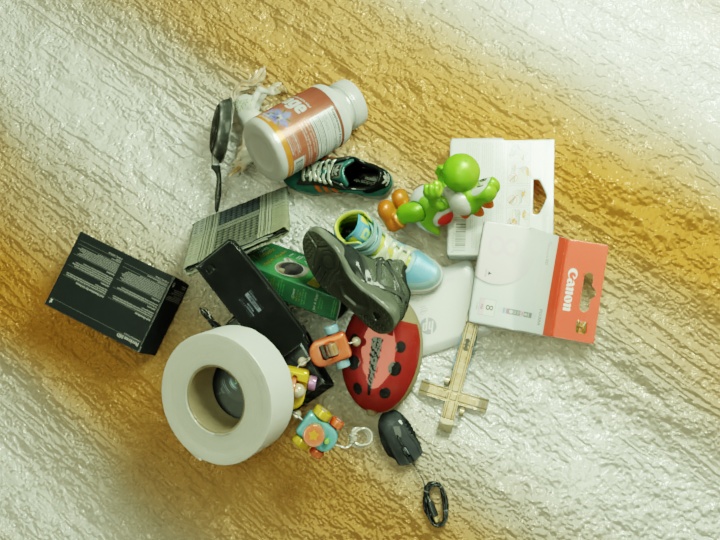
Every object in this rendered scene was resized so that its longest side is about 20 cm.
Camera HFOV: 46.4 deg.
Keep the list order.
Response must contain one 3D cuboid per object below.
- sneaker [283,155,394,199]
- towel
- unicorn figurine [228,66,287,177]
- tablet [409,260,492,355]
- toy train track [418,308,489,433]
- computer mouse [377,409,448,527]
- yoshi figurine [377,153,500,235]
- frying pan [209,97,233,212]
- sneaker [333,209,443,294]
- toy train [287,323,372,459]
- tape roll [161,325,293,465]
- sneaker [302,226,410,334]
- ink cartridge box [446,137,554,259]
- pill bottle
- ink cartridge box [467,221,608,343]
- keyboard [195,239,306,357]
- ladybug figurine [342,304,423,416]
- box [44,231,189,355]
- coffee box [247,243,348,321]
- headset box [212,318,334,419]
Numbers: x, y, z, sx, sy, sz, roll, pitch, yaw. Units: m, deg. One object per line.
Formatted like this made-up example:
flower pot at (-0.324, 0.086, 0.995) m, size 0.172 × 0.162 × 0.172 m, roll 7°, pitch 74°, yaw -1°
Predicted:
sneaker at (-0.043, -0.166, 1.428) m, size 0.197 × 0.080 × 0.072 m, roll 6°, pitch 81°, yaw 11°
towel at (-0.202, -0.064, 1.400) m, size 0.191 × 0.200 × 0.035 m, roll -21°, pitch 115°, yaw 6°
unicorn figurine at (-0.179, -0.252, 1.480) m, size 0.136 × 0.074 × 0.202 m, roll -23°, pitch 61°, yaw 6°
tablet at (0.107, 0.073, 1.395) m, size 0.198 × 0.014 × 0.132 m, roll -18°, pitch 78°, yaw 7°
toy train track at (0.160, 0.162, 1.353) m, size 0.113 × 0.033 × 0.202 m, roll 14°, pitch 86°, yaw 9°
computer mouse at (0.085, 0.316, 1.345) m, size 0.058 × 0.034 × 0.201 m, roll -30°, pitch 77°, yaw 3°
yoshi figurine at (0.123, -0.132, 1.343) m, size 0.198 × 0.112 × 0.114 m, roll -13°, pitch 66°, yaw 34°
frying pan at (-0.252, -0.212, 1.478) m, size 0.031 × 0.115 × 0.192 m, roll 9°, pitch 113°, yaw -20°
sneaker at (0.038, -0.030, 1.361) m, size 0.198 × 0.131 × 0.080 m, roll 22°, pitch 76°, yaw 15°
toy train at (-0.055, 0.193, 1.294) m, size 0.148 × 0.056 × 0.202 m, roll -15°, pitch 92°, yaw 2°
tape roll at (-0.203, 0.189, 1.276) m, size 0.200 × 0.071 × 0.205 m, roll 3°, pitch 99°, yaw 23°
sneaker at (0.000, 0.000, 1.310) m, size 0.199 × 0.114 × 0.076 m, roll 42°, pitch 127°, yaw 5°
ink cartridge box at (0.232, -0.118, 1.392) m, size 0.171 × 0.044 × 0.203 m, roll 1°, pitch 81°, yaw 10°
pill bottle at (-0.088, -0.241, 1.406) m, size 0.199 × 0.112 × 0.112 m, roll -34°, pitch 74°, yaw -27°
ink cartridge box at (0.278, 0.019, 1.318) m, size 0.198 × 0.057 × 0.165 m, roll 9°, pitch 86°, yaw 16°
keyboard at (-0.186, 0.063, 1.316) m, size 0.127 × 0.021 × 0.201 m, roll -36°, pitch 97°, yaw 6°
ladybug figurine at (0.031, 0.135, 1.354) m, size 0.134 × 0.072 × 0.203 m, roll 4°, pitch 86°, yaw 13°
box at (-0.423, 0.041, 1.460) m, size 0.198 × 0.079 × 0.142 m, roll 25°, pitch 82°, yaw 13°
coffee box at (-0.103, 0.014, 1.383) m, size 0.198 × 0.123 × 0.044 m, roll 19°, pitch 113°, yaw 14°
headset box at (-0.163, 0.163, 1.385) m, size 0.199 × 0.093 × 0.175 m, roll -33°, pitch 77°, yaw 2°
